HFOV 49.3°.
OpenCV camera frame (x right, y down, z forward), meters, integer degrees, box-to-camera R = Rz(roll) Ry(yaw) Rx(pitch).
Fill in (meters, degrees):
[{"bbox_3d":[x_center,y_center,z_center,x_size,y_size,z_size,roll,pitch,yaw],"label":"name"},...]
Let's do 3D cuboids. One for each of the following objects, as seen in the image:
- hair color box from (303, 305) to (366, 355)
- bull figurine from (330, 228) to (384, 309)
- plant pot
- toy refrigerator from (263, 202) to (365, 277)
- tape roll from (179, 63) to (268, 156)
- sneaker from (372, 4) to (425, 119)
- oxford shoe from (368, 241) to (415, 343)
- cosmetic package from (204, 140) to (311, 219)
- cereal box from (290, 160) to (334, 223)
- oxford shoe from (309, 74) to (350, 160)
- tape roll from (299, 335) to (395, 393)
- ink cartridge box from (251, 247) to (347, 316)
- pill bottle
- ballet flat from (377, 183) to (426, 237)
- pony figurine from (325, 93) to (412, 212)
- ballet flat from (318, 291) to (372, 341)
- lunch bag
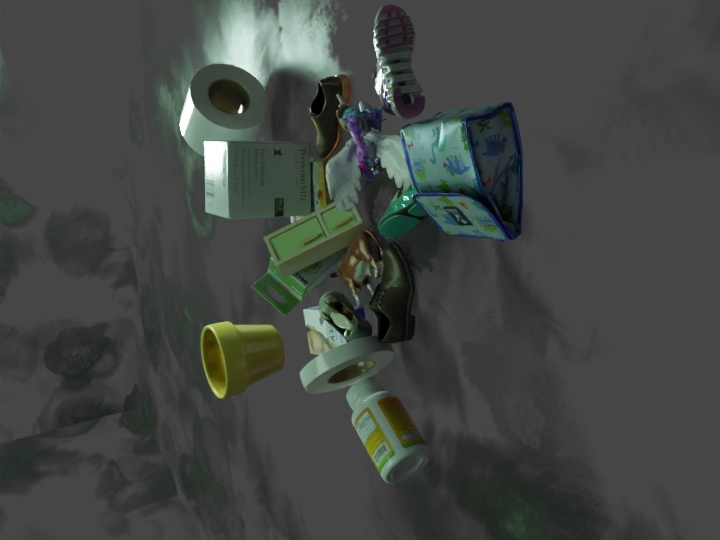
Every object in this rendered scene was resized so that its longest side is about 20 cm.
[{"bbox_3d":[-0.056,0.138,1.780,0.199,0.064,0.111,-1,99,63],"label":"hair color box"},{"bbox_3d":[0.000,0.000,1.629,0.122,0.065,0.201,59,151,22],"label":"bull figurine"},{"bbox_3d":[-0.318,0.233,2.160,0.200,0.187,0.203,29,124,55],"label":"plant pot"},{"bbox_3d":[-0.092,-0.072,1.622,0.076,0.198,0.070,63,178,27],"label":"toy refrigerator"},{"bbox_3d":[-0.345,-0.397,1.978,0.139,0.201,0.205,-49,57,54],"label":"tape roll"},{"bbox_3d":[0.055,-0.364,1.394,0.088,0.080,0.203,-177,76,-68],"label":"sneaker"},{"bbox_3d":[0.057,0.046,1.520,0.072,0.084,0.203,14,110,61],"label":"oxford shoe"},{"bbox_3d":[-0.231,-0.206,1.756,0.165,0.198,0.167,17,109,60],"label":"cosmetic package"},{"bbox_3d":[-0.111,-0.176,1.793,0.199,0.039,0.146,9,106,60],"label":"cereal box"},{"bbox_3d":[-0.079,-0.320,1.650,0.071,0.072,0.201,53,143,38],"label":"oxford shoe"},{"bbox_3d":[-0.025,0.193,1.598,0.037,0.201,0.203,67,149,20],"label":"tape roll"},{"bbox_3d":[-0.130,-0.008,1.695,0.104,0.200,0.059,40,148,11],"label":"ink cartridge box"},{"bbox_3d":[0.050,0.319,1.599,0.201,0.110,0.112,57,144,35],"label":"pill bottle"},{"bbox_3d":[0.094,-0.123,1.430,0.200,0.067,0.071,145,135,-59],"label":"ballet flat"},{"bbox_3d":[0.008,-0.220,1.419,0.200,0.165,0.195,-40,-70,-78],"label":"pony figurine"},{"bbox_3d":[-0.046,0.089,1.634,0.200,0.063,0.068,37,101,50],"label":"ballet flat"},{"bbox_3d":[0.165,-0.146,1.228,0.169,0.127,0.202,10,121,57],"label":"lunch bag"}]
